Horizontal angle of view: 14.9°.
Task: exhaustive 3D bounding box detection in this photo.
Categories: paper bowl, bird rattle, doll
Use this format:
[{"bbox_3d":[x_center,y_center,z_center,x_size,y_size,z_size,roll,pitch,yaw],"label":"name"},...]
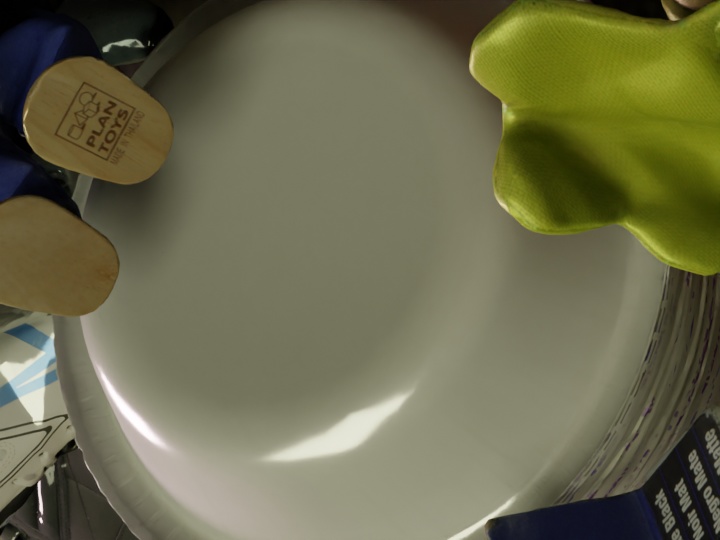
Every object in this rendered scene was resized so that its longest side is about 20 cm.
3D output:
[{"bbox_3d":[0.000,0.000,0.782,0.200,0.202,0.104,4,168,30],"label":"paper bowl"},{"bbox_3d":[0.096,-0.094,0.668,0.112,0.200,0.164,-18,104,27],"label":"bird rattle"},{"bbox_3d":[-0.111,-0.057,0.808,0.048,0.200,0.137,19,99,-29],"label":"doll"}]

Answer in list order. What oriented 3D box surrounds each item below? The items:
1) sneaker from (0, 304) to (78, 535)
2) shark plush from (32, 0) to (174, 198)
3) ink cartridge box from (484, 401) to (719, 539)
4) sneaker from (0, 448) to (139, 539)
[{"bbox_3d":[-0.117,0.046,0.947,0.199,0.072,0.073,-30,107,5],"label":"sneaker"},{"bbox_3d":[-0.140,-0.068,0.905,0.200,0.083,0.091,37,144,18],"label":"shark plush"},{"bbox_3d":[0.151,0.112,0.666,0.199,0.200,0.041,-7,140,-15],"label":"ink cartridge box"},{"bbox_3d":[-0.081,0.112,1.026,0.099,0.071,0.201,7,121,30],"label":"sneaker"}]
